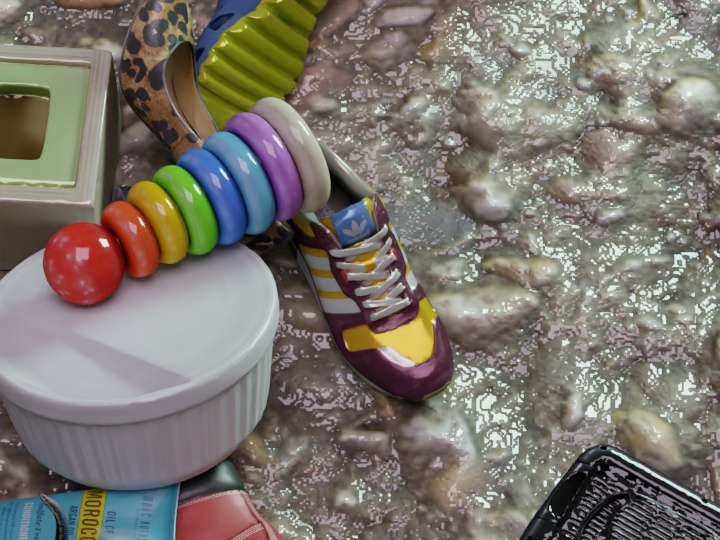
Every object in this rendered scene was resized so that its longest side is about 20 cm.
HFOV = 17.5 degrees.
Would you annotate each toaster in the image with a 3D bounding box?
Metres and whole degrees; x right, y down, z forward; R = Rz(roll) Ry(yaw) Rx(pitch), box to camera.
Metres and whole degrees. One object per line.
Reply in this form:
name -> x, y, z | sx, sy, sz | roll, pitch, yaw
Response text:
toaster -> 0.169, 0.230, 1.502 | 0.200, 0.119, 0.181 | 28, 65, 13

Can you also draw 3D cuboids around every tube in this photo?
tube -> -0.216, 0.177, 1.538 | 0.200, 0.050, 0.077 | -7, 53, 11

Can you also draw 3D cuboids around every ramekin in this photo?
ramekin -> -0.152, 0.062, 1.565 | 0.202, 0.094, 0.202 | -3, 36, 2

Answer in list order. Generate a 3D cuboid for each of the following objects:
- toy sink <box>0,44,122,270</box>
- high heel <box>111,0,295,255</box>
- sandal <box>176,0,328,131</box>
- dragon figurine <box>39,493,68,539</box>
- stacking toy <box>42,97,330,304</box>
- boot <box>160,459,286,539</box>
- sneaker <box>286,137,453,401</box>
toy sink -> -0.278, -0.084, 1.660 | 0.200, 0.112, 0.130 | 4, 63, 1
high heel -> -0.099, -0.112, 1.647 | 0.143, 0.071, 0.200 | 13, 105, 23
sandal -> -0.078, -0.189, 1.748 | 0.087, 0.079, 0.200 | 14, 65, 48
dragon figurine -> -0.222, 0.240, 1.482 | 0.059, 0.200, 0.099 | 26, 34, -9
stacking toy -> -0.123, -0.039, 1.562 | 0.200, 0.085, 0.085 | -28, 67, -19
boot -> -0.146, 0.212, 1.542 | 0.200, 0.072, 0.144 | -31, 60, -15
sneaker -> 0.000, 0.000, 1.633 | 0.075, 0.090, 0.200 | -29, 66, -14
